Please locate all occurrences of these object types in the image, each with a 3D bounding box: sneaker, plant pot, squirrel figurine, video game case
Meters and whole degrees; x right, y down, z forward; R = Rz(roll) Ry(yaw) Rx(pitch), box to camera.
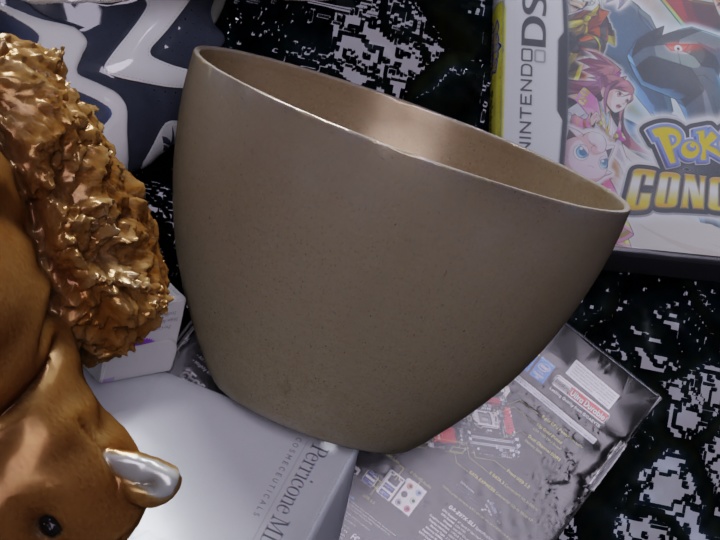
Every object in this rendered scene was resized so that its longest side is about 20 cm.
[{"bbox_3d":[-0.125,-0.138,1.352,0.129,0.080,0.200,-20,68,-24],"label":"sneaker"},{"bbox_3d":[0.000,0.000,1.246,0.199,0.200,0.135,20,98,-3],"label":"plant pot"},{"bbox_3d":[-0.138,0.019,1.118,0.187,0.141,0.200,48,56,-9],"label":"squirrel figurine"},{"bbox_3d":[0.160,-0.084,1.377,0.199,0.026,0.182,6,68,-7],"label":"video game case"}]

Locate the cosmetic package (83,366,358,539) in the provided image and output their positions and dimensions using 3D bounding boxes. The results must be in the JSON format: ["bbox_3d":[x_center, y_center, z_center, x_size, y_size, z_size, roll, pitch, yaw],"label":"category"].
[{"bbox_3d":[-0.131,0.141,1.215,0.199,0.123,0.200,21,43,7],"label":"cosmetic package"}]

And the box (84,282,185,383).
[{"bbox_3d":[-0.149,-0.022,1.284,0.041,0.039,0.200,-12,39,-38],"label":"box"}]

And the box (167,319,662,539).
[{"bbox_3d":[0.014,0.064,1.343,0.200,0.049,0.160,37,76,1],"label":"box"}]
